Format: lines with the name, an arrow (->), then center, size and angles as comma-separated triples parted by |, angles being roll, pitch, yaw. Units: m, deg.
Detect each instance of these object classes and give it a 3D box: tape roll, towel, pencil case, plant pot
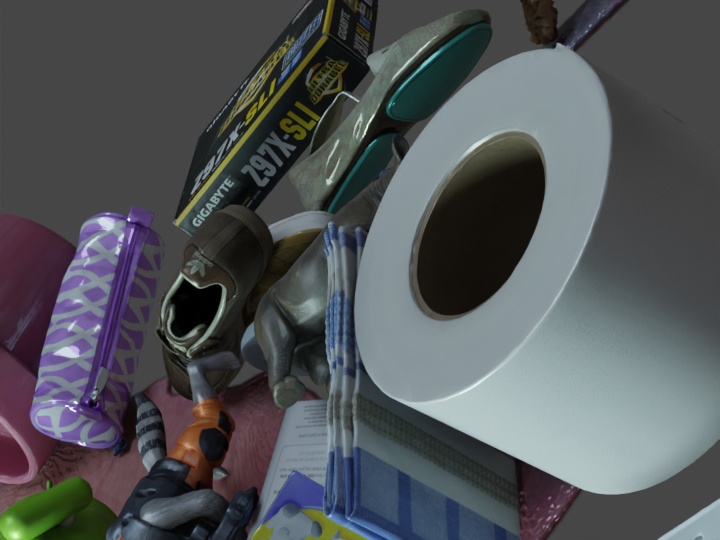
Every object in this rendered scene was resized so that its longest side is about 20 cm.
tape roll -> 0.110, 0.002, 0.952 | 0.202, 0.139, 0.204 | -38, 37, 36
towel -> 0.034, 0.079, 1.005 | 0.024, 0.146, 0.201 | -33, 41, 33
pencil case -> -0.219, 0.050, 1.497 | 0.086, 0.083, 0.201 | 125, 156, -58
plant pot -> -0.323, 0.058, 1.572 | 0.200, 0.200, 0.180 | -15, 39, 53

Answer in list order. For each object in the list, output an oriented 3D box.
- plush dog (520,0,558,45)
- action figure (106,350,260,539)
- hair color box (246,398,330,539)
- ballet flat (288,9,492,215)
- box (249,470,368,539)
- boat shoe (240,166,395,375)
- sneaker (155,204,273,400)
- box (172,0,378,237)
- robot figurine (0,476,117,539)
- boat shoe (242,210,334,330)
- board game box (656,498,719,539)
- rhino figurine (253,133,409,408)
plush dog -> 0.102, -0.256, 1.214 | 0.199, 0.161, 0.172 | -20, 29, 14
action figure -> -0.134, 0.176, 1.217 | 0.194, 0.104, 0.201 | -75, 9, -54
hair color box -> -0.024, 0.182, 1.104 | 0.099, 0.060, 0.201 | -11, 57, 55
ballet flat -> 0.013, -0.120, 1.271 | 0.200, 0.067, 0.062 | -51, 63, 21
box -> -0.041, 0.228, 1.006 | 0.117, 0.048, 0.201 | 27, 77, 17
boat shoe -> 0.000, 0.000, 1.211 | 0.200, 0.071, 0.091 | -28, 44, 36
sneaker -> -0.121, 0.035, 1.272 | 0.075, 0.070, 0.201 | -41, -20, -40
box -> -0.063, -0.128, 1.393 | 0.200, 0.049, 0.160 | -49, 18, 25
robot figurine -> -0.217, 0.240, 1.304 | 0.200, 0.115, 0.177 | -116, 26, -60
boat shoe -> -0.076, -0.006, 1.328 | 0.200, 0.071, 0.070 | -32, 41, 45
board game box -> 0.163, 0.209, 0.817 | 0.200, 0.026, 0.201 | -42, 35, 34
rhino figurine -> 0.004, -0.009, 1.107 | 0.200, 0.060, 0.088 | -51, 36, 12
